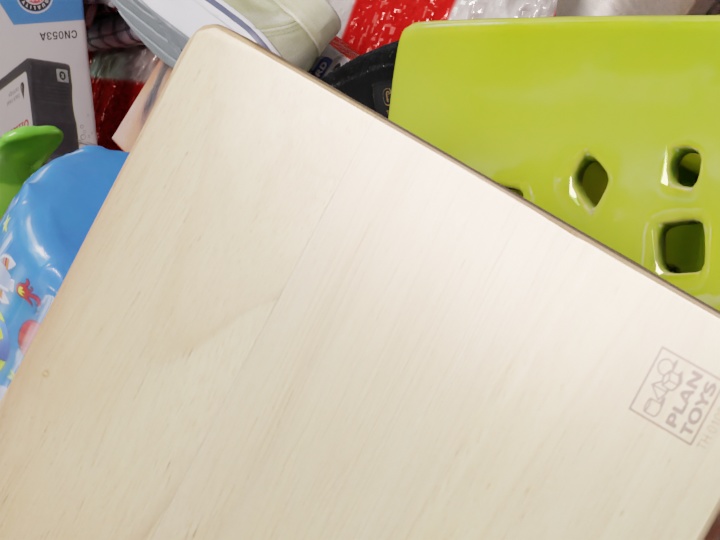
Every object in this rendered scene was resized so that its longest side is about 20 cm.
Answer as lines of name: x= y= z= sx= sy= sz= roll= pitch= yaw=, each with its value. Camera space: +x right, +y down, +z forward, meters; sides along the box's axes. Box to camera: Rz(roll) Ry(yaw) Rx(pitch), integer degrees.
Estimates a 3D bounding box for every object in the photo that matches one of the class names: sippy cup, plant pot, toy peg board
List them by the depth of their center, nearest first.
toy peg board: x=0.004 y=0.069 z=0.538 sx=0.199 sy=0.098 sz=0.201 roll=32 pitch=97 yaw=28
plant pot: x=0.125 y=0.032 z=0.616 sx=0.199 sy=0.198 sz=0.183 roll=5 pitch=81 yaw=46
sippy cup: x=-0.127 y=0.017 z=0.885 sx=0.140 sy=0.177 sz=0.131 roll=-49 pitch=-7 yaw=-45

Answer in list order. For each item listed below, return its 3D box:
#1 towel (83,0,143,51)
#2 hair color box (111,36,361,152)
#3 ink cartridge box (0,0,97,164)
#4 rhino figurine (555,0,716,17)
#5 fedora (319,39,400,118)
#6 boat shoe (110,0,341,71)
towel: x=-0.156 y=-0.230 z=1.107 sx=0.165 sy=0.085 sz=0.201 roll=2 pitch=72 yaw=47
hair color box: x=-0.031 y=-0.057 z=0.911 sx=0.111 sy=0.064 sz=0.200 roll=-57 pitch=41 yaw=8
ink cartridge box: x=-0.217 y=-0.069 z=0.987 sx=0.083 sy=0.145 sz=0.201 roll=2 pitch=100 yaw=45
rhino figurine: x=0.094 y=-0.079 z=0.798 sx=0.087 sy=0.060 sz=0.201 roll=24 pitch=90 yaw=50
fedora: x=0.000 y=0.000 z=0.755 sx=0.200 sy=0.092 sz=0.201 roll=-38 pitch=26 yaw=22
boat shoe: x=-0.076 y=-0.134 z=0.912 sx=0.062 sy=0.072 sz=0.200 roll=-37 pitch=45 yaw=-10
